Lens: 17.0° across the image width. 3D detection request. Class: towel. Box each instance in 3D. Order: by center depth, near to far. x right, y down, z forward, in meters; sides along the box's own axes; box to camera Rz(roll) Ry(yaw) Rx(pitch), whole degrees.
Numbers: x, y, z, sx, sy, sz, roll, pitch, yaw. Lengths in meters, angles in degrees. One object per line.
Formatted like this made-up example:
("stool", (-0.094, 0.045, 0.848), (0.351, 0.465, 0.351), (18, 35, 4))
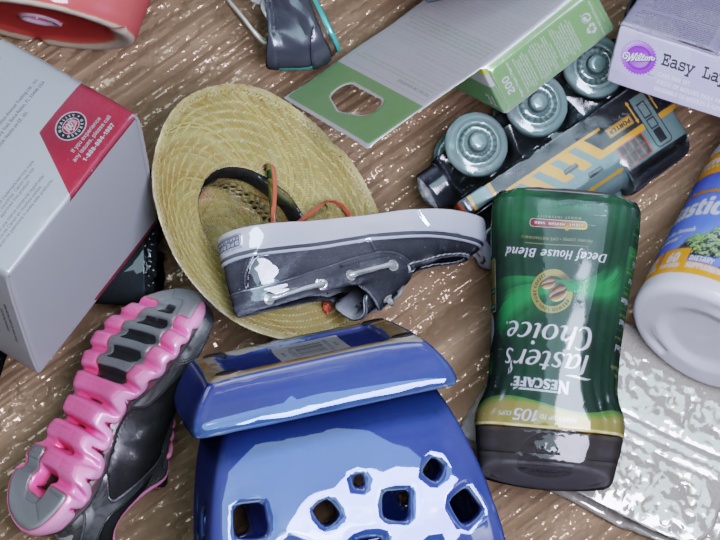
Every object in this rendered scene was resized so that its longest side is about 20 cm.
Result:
("towel", (0.184, 0.105, 1.692), (0.199, 0.035, 0.133), (27, 74, 7))

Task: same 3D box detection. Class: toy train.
("toy train", (0.140, -0.085, 1.724), (0.199, 0.085, 0.114), (-34, 87, -10))

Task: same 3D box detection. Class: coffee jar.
("coffee jar", (0.133, 0.048, 1.632), (0.103, 0.085, 0.202), (4, 83, 6))

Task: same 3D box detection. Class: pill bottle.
("pill bottle", (0.278, -0.026, 1.681), (0.111, 0.112, 0.201), (28, 60, 6))

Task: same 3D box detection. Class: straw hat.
("straw hat", (-0.085, -0.024, 1.687), (0.200, 0.085, 0.203), (18, 59, -33))

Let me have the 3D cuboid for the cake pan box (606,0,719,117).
("cake pan box", (0.282, -0.159, 1.695), (0.198, 0.184, 0.053), (18, 118, 10))

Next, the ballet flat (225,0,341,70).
("ballet flat", (-0.077, -0.231, 1.760), (0.072, 0.073, 0.201), (-19, 70, -7))

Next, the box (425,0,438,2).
("box", (0.094, -0.283, 1.714), (0.156, 0.051, 0.201), (-11, 48, -9))

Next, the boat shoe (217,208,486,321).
("boat shoe", (0.000, 0.000, 1.630), (0.199, 0.072, 0.068), (-5, 78, -31))

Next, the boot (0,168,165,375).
("boot", (-0.218, 0.013, 1.687), (0.161, 0.073, 0.200), (-2, 70, -2))

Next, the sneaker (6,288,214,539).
("sneaker", (-0.157, 0.107, 1.654), (0.079, 0.095, 0.201), (27, 80, 48))

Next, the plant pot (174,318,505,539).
("plant pot", (-0.021, 0.136, 1.564), (0.198, 0.200, 0.182), (-12, 95, -7))

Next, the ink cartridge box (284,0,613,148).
("ink cartridge box", (0.061, -0.147, 1.707), (0.200, 0.145, 0.048), (-38, 120, -11))

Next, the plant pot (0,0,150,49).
("plant pot", (-0.215, -0.261, 1.715), (0.198, 0.200, 0.179), (9, 84, 1))

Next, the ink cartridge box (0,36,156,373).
("ink cartridge box", (-0.261, -0.062, 1.604), (0.199, 0.145, 0.146), (30, 67, 16))
